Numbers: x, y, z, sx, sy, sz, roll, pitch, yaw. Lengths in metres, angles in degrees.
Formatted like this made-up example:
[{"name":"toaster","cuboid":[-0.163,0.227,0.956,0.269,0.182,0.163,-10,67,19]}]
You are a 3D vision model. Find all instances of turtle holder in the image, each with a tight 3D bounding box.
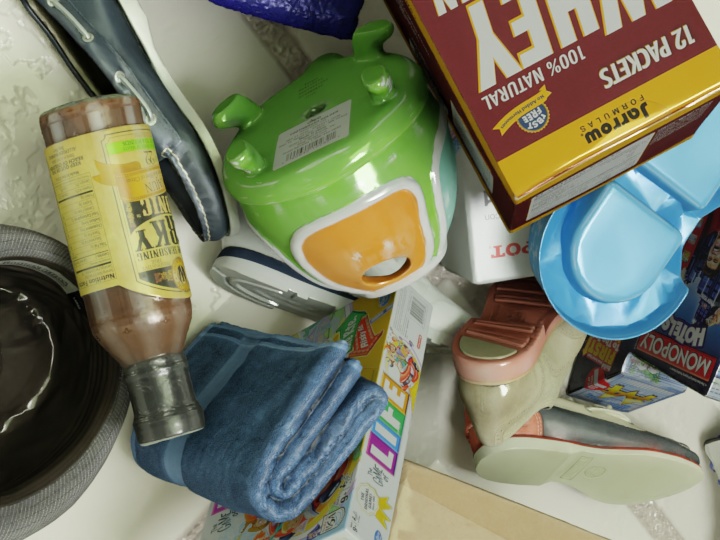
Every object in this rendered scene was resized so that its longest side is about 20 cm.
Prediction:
[{"name":"turtle holder","cuboid":[-0.013,-0.063,1.086,0.141,0.185,0.132,-37,115,-12]}]

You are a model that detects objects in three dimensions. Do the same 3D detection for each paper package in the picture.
[{"name":"paper package","cuboid":[0.047,0.184,1.131,0.200,0.190,0.104,25,83,-26]}]

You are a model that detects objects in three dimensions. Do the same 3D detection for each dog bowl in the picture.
[{"name":"dog bowl","cuboid":[0.185,-0.052,1.153,0.111,0.050,0.200,35,90,-19]}]

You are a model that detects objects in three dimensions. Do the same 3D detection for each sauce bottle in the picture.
[{"name":"sauce bottle","cuboid":[-0.133,0.000,1.025,0.065,0.065,0.201,-15,91,-26]}]

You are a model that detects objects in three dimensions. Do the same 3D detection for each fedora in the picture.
[{"name":"fedora","cuboid":[-0.231,0.067,1.039,0.200,0.090,0.177,-49,114,-30]}]

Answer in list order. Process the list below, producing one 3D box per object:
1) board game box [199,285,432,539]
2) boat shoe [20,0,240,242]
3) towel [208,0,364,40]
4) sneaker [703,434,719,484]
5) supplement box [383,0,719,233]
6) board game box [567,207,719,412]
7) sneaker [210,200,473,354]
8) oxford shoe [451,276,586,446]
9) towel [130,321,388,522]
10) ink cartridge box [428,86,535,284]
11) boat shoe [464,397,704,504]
[{"name":"board game box","cuboid":[-0.029,0.108,1.067,0.034,0.134,0.200,42,38,-25]},{"name":"boat shoe","cuboid":[-0.141,-0.100,1.091,0.062,0.075,0.200,-32,103,-23]},{"name":"towel","cuboid":[-0.094,-0.224,1.104,0.199,0.050,0.148,12,60,-25]},{"name":"sneaker","cuboid":[0.307,0.181,1.329,0.080,0.115,0.200,0,121,-25]},{"name":"supplement box","cuboid":[0.099,-0.146,1.019,0.133,0.200,0.198,-28,85,1]},{"name":"board game box","cuboid":[0.229,0.019,1.241,0.062,0.200,0.200,17,98,-25]},{"name":"sneaker","cuboid":[0.000,0.000,1.171,0.200,0.076,0.081,24,70,-27]},{"name":"oxford shoe","cuboid":[0.115,0.052,1.207,0.200,0.071,0.074,-35,127,-52]},{"name":"towel","cuboid":[-0.072,0.086,1.063,0.049,0.200,0.112,45,73,-25]},{"name":"ink cartridge box","cuboid":[0.123,-0.100,1.197,0.144,0.085,0.201,-9,103,-13]},{"name":"boat shoe","cuboid":[0.160,0.122,1.260,0.199,0.071,0.063,12,48,-28]}]
